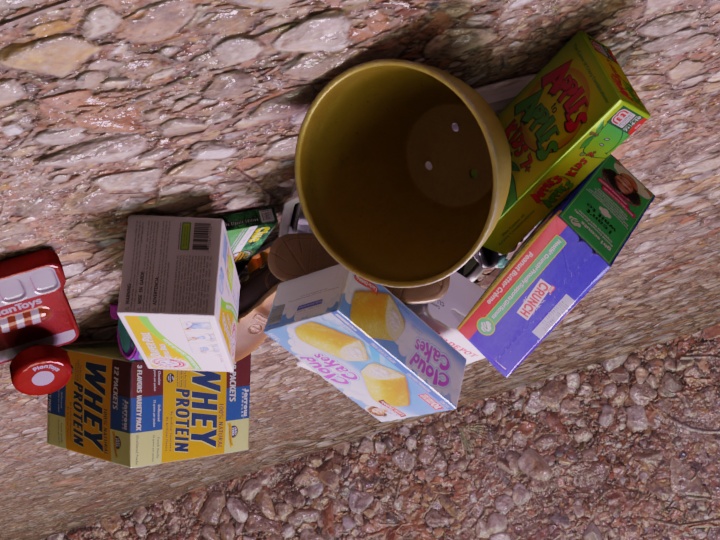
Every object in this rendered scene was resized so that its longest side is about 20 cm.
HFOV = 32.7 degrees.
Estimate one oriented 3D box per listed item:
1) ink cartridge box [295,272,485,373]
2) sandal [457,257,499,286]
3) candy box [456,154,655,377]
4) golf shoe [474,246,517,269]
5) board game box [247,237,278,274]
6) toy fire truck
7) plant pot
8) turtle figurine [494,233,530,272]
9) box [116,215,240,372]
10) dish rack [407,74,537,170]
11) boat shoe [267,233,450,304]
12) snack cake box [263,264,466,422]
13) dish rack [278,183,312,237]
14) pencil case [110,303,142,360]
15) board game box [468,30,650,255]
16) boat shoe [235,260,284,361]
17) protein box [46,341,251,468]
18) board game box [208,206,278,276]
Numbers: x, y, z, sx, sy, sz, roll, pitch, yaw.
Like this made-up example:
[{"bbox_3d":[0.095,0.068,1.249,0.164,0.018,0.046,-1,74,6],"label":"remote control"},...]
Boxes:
[{"bbox_3d":[0.043,0.068,1.450,0.199,0.084,0.145,-22,145,35],"label":"ink cartridge box"},{"bbox_3d":[0.167,-0.014,1.646,0.080,0.057,0.201,-45,178,13],"label":"sandal"},{"bbox_3d":[0.198,-0.010,1.233,0.169,0.077,0.200,-51,177,33],"label":"candy box"},{"bbox_3d":[0.166,-0.070,1.329,0.072,0.093,0.200,-11,163,-19],"label":"golf shoe"},{"bbox_3d":[-0.014,-0.036,1.543,0.199,0.026,0.199,-27,161,34],"label":"board game box"},{"bbox_3d":[-0.409,0.057,1.333,0.199,0.113,0.168,-15,141,-9],"label":"toy fire truck"},{"bbox_3d":[0.060,-0.098,1.131,0.199,0.201,0.142,-26,180,31],"label":"plant pot"},{"bbox_3d":[0.180,-0.068,1.484,0.150,0.100,0.200,-50,173,-37],"label":"turtle figurine"},{"bbox_3d":[-0.193,0.031,1.342,0.101,0.113,0.200,2,159,1],"label":"box"},{"bbox_3d":[0.113,-0.133,1.300,0.171,0.044,0.200,-16,166,-6],"label":"dish rack"},{"bbox_3d":[0.000,0.000,1.341,0.199,0.072,0.065,5,170,7],"label":"boat shoe"},{"bbox_3d":[0.007,0.081,1.321,0.115,0.067,0.200,-18,133,40],"label":"snack cake box"},{"bbox_3d":[0.014,-0.063,1.344,0.199,0.044,0.172,4,165,-6],"label":"dish rack"},{"bbox_3d":[-0.207,0.057,1.553,0.199,0.092,0.086,-8,125,-27],"label":"pencil case"},{"bbox_3d":[0.174,-0.120,1.181,0.047,0.102,0.200,19,127,-37],"label":"board game box"},{"bbox_3d":[-0.135,0.048,1.483,0.199,0.071,0.070,-33,134,18],"label":"boat shoe"},{"bbox_3d":[-0.284,0.172,1.649,0.199,0.136,0.198,4,-176,45],"label":"protein box"},{"bbox_3d":[-0.172,-0.020,1.436,0.104,0.024,0.200,-9,163,-24],"label":"board game box"}]
